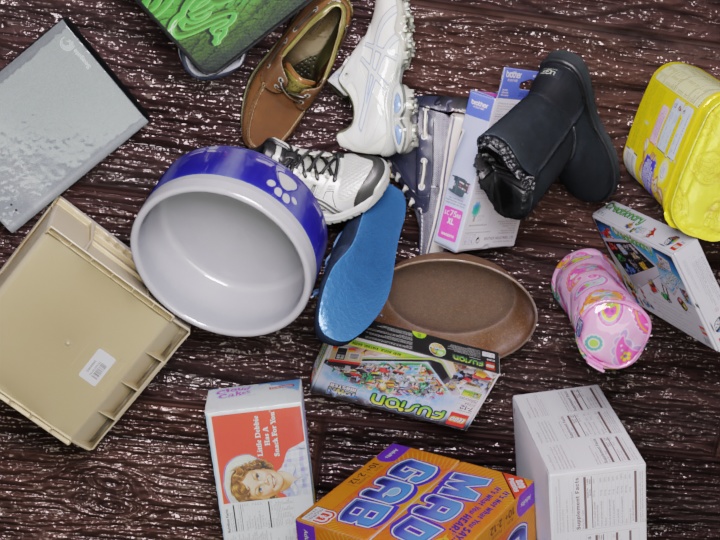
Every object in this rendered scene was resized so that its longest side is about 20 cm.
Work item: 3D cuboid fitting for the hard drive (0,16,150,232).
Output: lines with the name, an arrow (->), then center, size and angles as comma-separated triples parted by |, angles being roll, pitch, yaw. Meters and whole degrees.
hard drive -> -0.346, -0.156, 1.416 | 0.199, 0.033, 0.140 | -37, 108, 8

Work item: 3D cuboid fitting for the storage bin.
storage bin -> -0.320, 0.064, 1.465 | 0.198, 0.094, 0.200 | 38, 102, -17

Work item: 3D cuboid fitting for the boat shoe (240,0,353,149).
boat shoe -> -0.073, -0.209, 1.401 | 0.071, 0.068, 0.201 | 22, 109, -15

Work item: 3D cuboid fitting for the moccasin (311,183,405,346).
moccasin -> 0.000, 0.000, 1.409 | 0.080, 0.068, 0.201 | 33, 59, -12

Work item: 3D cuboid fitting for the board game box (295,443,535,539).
board game box -> 0.069, 0.348, 1.504 | 0.198, 0.199, 0.202 | 10, 115, 34

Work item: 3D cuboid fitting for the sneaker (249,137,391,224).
sneaker -> -0.069, -0.100, 1.397 | 0.198, 0.076, 0.088 | -6, 143, 19

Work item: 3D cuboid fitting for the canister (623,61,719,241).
canister -> 0.355, -0.134, 1.396 | 0.086, 0.200, 0.150 | 15, 108, -10

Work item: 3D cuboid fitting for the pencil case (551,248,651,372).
pencil case -> 0.261, 0.041, 1.451 | 0.086, 0.200, 0.088 | 0, 108, 0

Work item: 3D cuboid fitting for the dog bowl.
dog bowl -> -0.137, -0.029, 1.390 | 0.198, 0.079, 0.202 | 9, 131, 11

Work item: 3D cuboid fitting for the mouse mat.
mouse mat -> -0.129, -0.305, 1.320 | 0.200, 0.008, 0.161 | -41, 83, -16

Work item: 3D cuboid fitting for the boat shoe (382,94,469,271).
boat shoe -> 0.065, -0.101, 1.461 | 0.092, 0.075, 0.202 | 12, 109, 8

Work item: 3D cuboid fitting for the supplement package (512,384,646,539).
supplement package -> 0.251, 0.250, 1.524 | 0.110, 0.200, 0.157 | -6, 110, -3

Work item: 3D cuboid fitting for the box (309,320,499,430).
box -> 0.050, 0.118, 1.526 | 0.198, 0.035, 0.111 | 14, 133, -10

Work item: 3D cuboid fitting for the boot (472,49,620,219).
boot -> 0.195, -0.109, 1.397 | 0.168, 0.076, 0.201 | -50, 136, -29

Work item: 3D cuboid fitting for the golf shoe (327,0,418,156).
golf shoe -> 0.011, -0.220, 1.381 | 0.096, 0.078, 0.202 | -1, 82, 9

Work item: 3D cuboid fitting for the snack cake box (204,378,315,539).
snack cake box -> -0.115, 0.238, 1.559 | 0.114, 0.067, 0.202 | -6, 110, -1

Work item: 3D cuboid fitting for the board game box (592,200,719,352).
board game box -> 0.332, 0.003, 1.443 | 0.034, 0.200, 0.127 | -31, 110, -5

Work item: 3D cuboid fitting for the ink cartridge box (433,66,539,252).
ink cartridge box -> 0.147, -0.123, 1.428 | 0.042, 0.119, 0.202 | 25, 108, 34

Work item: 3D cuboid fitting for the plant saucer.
plant saucer -> 0.100, 0.038, 1.484 | 0.198, 0.037, 0.201 | 5, 143, 4

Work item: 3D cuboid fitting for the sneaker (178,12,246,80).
sneaker -> -0.119, -0.279, 1.351 | 0.070, 0.109, 0.201 | 35, 103, -16
